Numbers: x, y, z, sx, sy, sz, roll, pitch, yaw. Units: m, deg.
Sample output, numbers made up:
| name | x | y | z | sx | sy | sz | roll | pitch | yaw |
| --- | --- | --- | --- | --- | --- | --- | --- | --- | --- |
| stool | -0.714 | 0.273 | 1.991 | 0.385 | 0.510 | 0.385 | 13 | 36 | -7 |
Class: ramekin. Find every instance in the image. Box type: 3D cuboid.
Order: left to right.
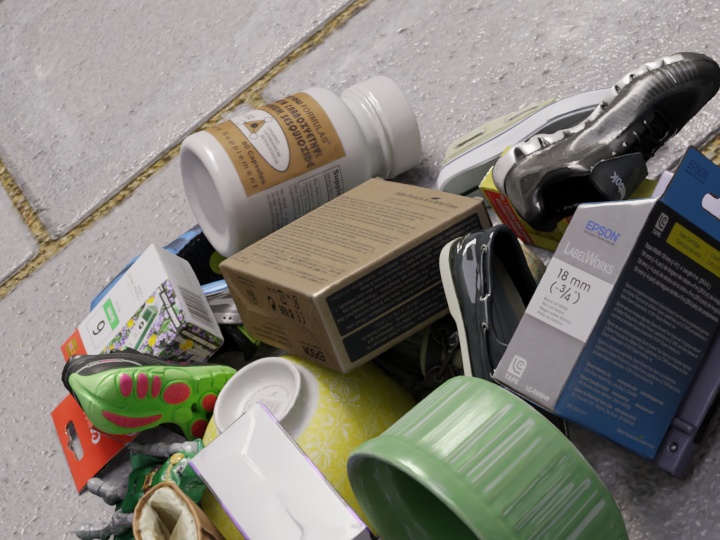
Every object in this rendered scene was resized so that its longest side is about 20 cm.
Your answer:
| name | x | y | z | sx | sy | sz | roll | pitch | yaw |
| --- | --- | --- | --- | --- | --- | --- | --- | --- | --- |
| ramekin | 0.092 | 0.169 | 1.374 | 0.098 | 0.201 | 0.199 | -41 | 39 | -19 |

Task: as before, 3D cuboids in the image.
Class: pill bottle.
| name | x | y | z | sx | sy | sz | roll | pitch | yaw |
| --- | --- | --- | --- | --- | --- | --- | --- | --- | --- |
| pill bottle | -0.051 | -0.098 | 1.762 | 0.199 | 0.115 | 0.114 | -23 | 36 | -20 |

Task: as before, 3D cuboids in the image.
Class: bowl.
| name | x | y | z | sx | sy | sz | roll | pitch | yaw |
| --- | --- | --- | --- | --- | --- | --- | --- | --- | --- |
| bowl | -0.058 | 0.133 | 1.581 | 0.198 | 0.108 | 0.201 | -19 | 43 | 19 |

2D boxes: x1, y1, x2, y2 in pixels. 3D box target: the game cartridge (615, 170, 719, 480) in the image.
| name | x | y | z | sx | sy | sz | roll | pitch | yaw |
| --- | --- | --- | --- | --- | --- | --- | --- | --- | --- |
| game cartridge | 0.230 | 0.037 | 1.460 | 0.129 | 0.038 | 0.201 | 27 | 91 | 35 |

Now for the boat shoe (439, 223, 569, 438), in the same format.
| name | x | y | z | sx | sy | sz | roll | pitch | yaw |
| --- | --- | --- | --- | --- | --- | --- | --- | --- | --- |
| boat shoe | 0.120 | 0.058 | 1.461 | 0.066 | 0.074 | 0.201 | -34 | 63 | 44 |

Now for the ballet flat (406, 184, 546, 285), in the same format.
| name | x | y | z | sx | sy | sz | roll | pitch | yaw |
| --- | --- | --- | --- | --- | --- | --- | --- | --- | --- |
| ballet flat | 0.092 | -0.023 | 1.666 | 0.071 | 0.071 | 0.200 | -41 | 39 | -6 |

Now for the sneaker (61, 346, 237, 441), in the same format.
| name | x | y | z | sx | sy | sz | roll | pitch | yaw |
| --- | --- | --- | --- | --- | --- | --- | --- | --- | --- |
| sneaker | -0.168 | 0.094 | 1.633 | 0.083 | 0.199 | 0.077 | 33 | 97 | 33 |

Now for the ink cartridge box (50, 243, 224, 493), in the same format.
| name | x | y | z | sx | sy | sz | roll | pitch | yaw |
| --- | --- | --- | --- | --- | --- | --- | --- | --- | --- |
| ink cartridge box | -0.213 | 0.086 | 1.733 | 0.200 | 0.050 | 0.109 | -46 | 44 | 16 |

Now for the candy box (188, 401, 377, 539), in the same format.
| name | x | y | z | sx | sy | sz | roll | pitch | yaw |
| --- | --- | --- | --- | --- | --- | --- | --- | --- | --- |
| candy box | -0.016 | 0.213 | 1.400 | 0.071 | 0.201 | 0.168 | -39 | 40 | -6 |

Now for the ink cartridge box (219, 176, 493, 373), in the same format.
| name | x | y | z | sx | sy | sz | roll | pitch | yaw |
| --- | --- | --- | --- | --- | --- | --- | --- | --- | --- |
| ink cartridge box | 0.000 | 0.000 | 1.590 | 0.164 | 0.076 | 0.200 | -28 | 18 | -19 |

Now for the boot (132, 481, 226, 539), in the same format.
| name | x | y | z | sx | sy | sz | roll | pitch | yaw |
| --- | --- | --- | --- | --- | --- | --- | --- | --- | --- |
| boot | -0.074 | 0.262 | 1.394 | 0.066 | 0.200 | 0.175 | -39 | 39 | -4 |

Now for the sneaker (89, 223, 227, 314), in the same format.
| name | x | y | z | sx | sy | sz | roll | pitch | yaw |
| --- | --- | --- | --- | --- | --- | --- | --- | --- | --- |
| sneaker | -0.169 | -0.008 | 1.832 | 0.199 | 0.066 | 0.079 | -37 | 36 | 0 |

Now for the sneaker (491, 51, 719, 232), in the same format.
| name | x | y | z | sx | sy | sz | roll | pitch | yaw |
| --- | --- | --- | --- | --- | --- | --- | --- | --- | --- |
| sneaker | 0.200 | -0.091 | 1.536 | 0.199 | 0.067 | 0.091 | -31 | 41 | 12 |

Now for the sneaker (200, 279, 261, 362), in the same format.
| name | x | y | z | sx | sy | sz | roll | pitch | yaw |
| --- | --- | --- | --- | --- | --- | --- | --- | --- | --- |
| sneaker | -0.087 | 0.033 | 1.736 | 0.198 | 0.071 | 0.083 | -29 | 46 | 18 |

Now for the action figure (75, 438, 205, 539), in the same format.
| name | x | y | z | sx | sy | sz | roll | pitch | yaw |
| --- | --- | --- | --- | --- | --- | --- | --- | --- | --- |
| action figure | -0.169 | 0.178 | 1.598 | 0.200 | 0.054 | 0.119 | -29 | 45 | 53 |

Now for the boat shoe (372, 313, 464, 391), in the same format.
| name | x | y | z | sx | sy | sz | roll | pitch | yaw |
| --- | --- | --- | --- | --- | --- | --- | --- | --- | --- |
| boat shoe | 0.070 | 0.068 | 1.567 | 0.200 | 0.066 | 0.073 | 11 | 94 | 47 |

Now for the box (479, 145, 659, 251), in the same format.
| name | x | y | z | sx | sy | sz | roll | pitch | yaw |
| --- | --- | --- | --- | --- | --- | --- | --- | --- | --- |
| box | 0.192 | -0.044 | 1.600 | 0.199 | 0.075 | 0.050 | 20 | 64 | 44 |

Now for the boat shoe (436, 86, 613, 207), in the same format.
| name | x | y | z | sx | sy | sz | roll | pitch | yaw |
| --- | --- | --- | --- | --- | --- | --- | --- | --- | --- |
| boat shoe | 0.151 | -0.117 | 1.702 | 0.198 | 0.072 | 0.062 | -22 | 44 | 21 |

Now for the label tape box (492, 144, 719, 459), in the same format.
| name | x | y | z | sx | sy | sz | roll | pitch | yaw |
| --- | --- | --- | --- | --- | --- | --- | --- | --- | --- |
| label tape box | 0.194 | 0.016 | 1.382 | 0.063 | 0.144 | 0.201 | 27 | 90 | 41 |
